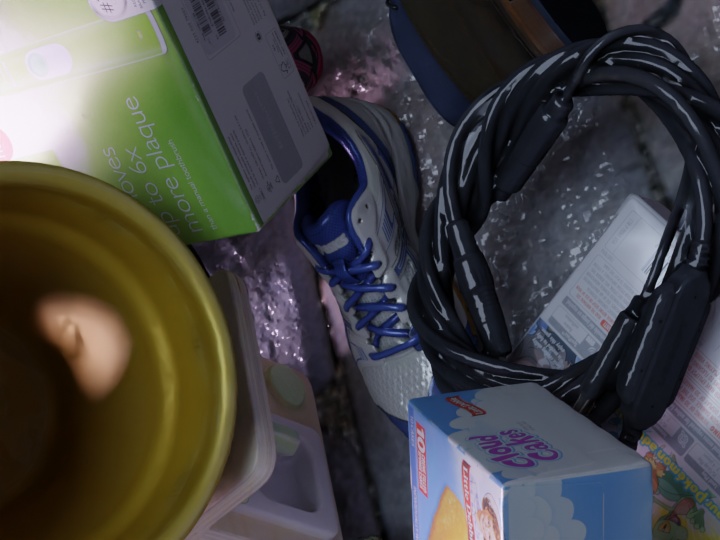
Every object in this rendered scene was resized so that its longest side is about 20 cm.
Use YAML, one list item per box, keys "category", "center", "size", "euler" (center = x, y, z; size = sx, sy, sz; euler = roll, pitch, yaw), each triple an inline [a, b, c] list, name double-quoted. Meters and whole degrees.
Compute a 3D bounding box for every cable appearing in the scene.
- category: "cable"
  center: [0.101, -0.020, 0.684]
  size: [0.162, 0.050, 0.202]
  euler: [26, 105, 40]

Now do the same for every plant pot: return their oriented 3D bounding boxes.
- category: "plant pot"
  center: [-0.185, 0.064, 0.707]
  size: [0.188, 0.199, 0.203]
  euler: [-18, 74, 62]

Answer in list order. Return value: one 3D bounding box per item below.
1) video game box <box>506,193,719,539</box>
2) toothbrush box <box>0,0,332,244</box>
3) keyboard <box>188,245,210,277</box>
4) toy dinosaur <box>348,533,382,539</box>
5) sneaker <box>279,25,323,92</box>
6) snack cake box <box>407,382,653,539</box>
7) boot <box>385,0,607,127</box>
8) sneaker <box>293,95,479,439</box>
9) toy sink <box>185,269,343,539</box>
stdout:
- category: "video game box"
  center: [0.151, 0.097, 0.687]
  size: [0.200, 0.047, 0.183]
  euler: [47, 109, 29]
- category: "toothbrush box"
  center: [-0.136, -0.088, 0.739]
  size: [0.198, 0.086, 0.147]
  euler: [-7, 117, 35]
- category: "keyboard"
  center: [-0.176, 0.049, 0.891]
  size: [0.198, 0.021, 0.128]
  euler: [-22, 105, 16]
- category: "toy dinosaur"
  center: [-0.024, 0.231, 0.802]
  size: [0.200, 0.047, 0.088]
  euler: [-50, 58, 26]
- category: "sneaker"
  center: [-0.100, -0.094, 0.865]
  size: [0.199, 0.074, 0.082]
  euler: [-11, 100, 49]
- category: "snack cake box"
  center: [0.072, 0.163, 0.622]
  size: [0.115, 0.066, 0.203]
  euler: [-143, 48, -70]
- category: "boot"
  center: [0.032, -0.164, 0.743]
  size: [0.097, 0.075, 0.201]
  euler: [-33, 98, 37]
- category: "sneaker"
  center: [0.000, 0.000, 0.776]
  size: [0.075, 0.088, 0.202]
  euler: [-28, 72, 28]
- category: "toy sink"
  center: [-0.086, 0.117, 0.793]
  size: [0.200, 0.111, 0.131]
  euler: [-41, 45, 28]
